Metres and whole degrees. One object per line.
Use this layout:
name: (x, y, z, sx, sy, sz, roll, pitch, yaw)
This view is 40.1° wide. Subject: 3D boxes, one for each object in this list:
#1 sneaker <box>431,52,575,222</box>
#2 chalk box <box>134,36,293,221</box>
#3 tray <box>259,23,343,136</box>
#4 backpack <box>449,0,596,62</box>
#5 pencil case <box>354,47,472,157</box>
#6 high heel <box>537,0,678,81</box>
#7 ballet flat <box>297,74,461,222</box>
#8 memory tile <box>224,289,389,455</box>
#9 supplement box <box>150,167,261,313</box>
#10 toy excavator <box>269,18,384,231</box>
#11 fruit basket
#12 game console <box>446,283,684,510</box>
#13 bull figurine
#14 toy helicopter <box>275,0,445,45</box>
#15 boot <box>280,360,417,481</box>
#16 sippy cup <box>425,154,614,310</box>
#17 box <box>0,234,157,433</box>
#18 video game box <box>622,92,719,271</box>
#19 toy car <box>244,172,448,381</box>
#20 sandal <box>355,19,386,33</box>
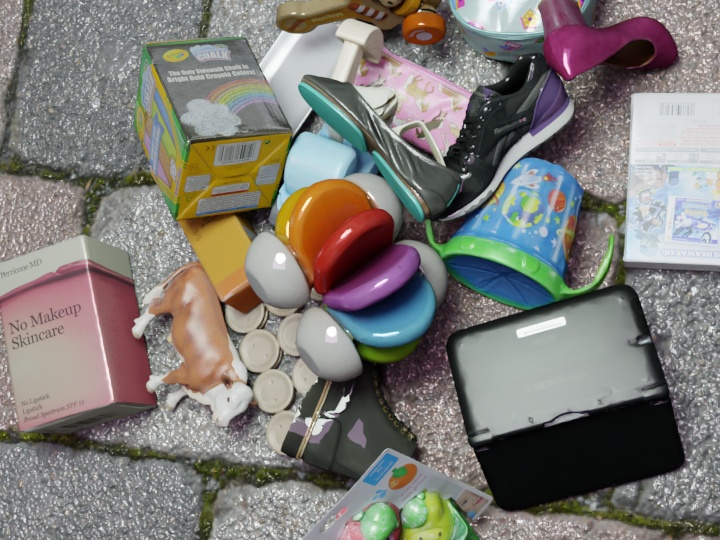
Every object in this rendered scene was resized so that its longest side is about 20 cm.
sneaker: (0.121, -0.140, 1.002, 0.200, 0.088, 0.076, -44, 38, -7)
chalk box: (-0.174, -0.174, 1.096, 0.124, 0.124, 0.201, -10, 55, -26)
tray: (-0.089, -0.211, 1.178, 0.107, 0.022, 0.201, 35, 90, 32)
backpack: (0.176, -0.336, 1.072, 0.174, 0.153, 0.202, 1, 88, 10)
pencil case: (0.061, -0.190, 1.110, 0.199, 0.083, 0.087, 30, 85, 19)
high heel: (0.262, -0.213, 1.015, 0.067, 0.199, 0.097, -40, 52, 50)
ballet flat: (0.024, -0.134, 0.980, 0.068, 0.068, 0.200, -40, 78, -10)
memory tile: (-0.061, 0.097, 1.125, 0.152, 0.017, 0.201, -23, 74, 10)
supplement box: (-0.167, -0.052, 1.147, 0.066, 0.069, 0.201, -34, 69, 6)
toy excavator: (-0.025, -0.140, 1.068, 0.099, 0.200, 0.195, 23, 65, 18)
fruit basket: (0.025, 0.269, 0.966, 0.185, 0.200, 0.094, -48, 52, 8)
game console: (0.207, 0.132, 1.005, 0.198, 0.116, 0.177, -17, 68, 11)
bull figurine: (-0.190, 0.093, 1.132, 0.121, 0.065, 0.201, -22, 69, 16)
toy helicopter: (-0.010, -0.292, 1.063, 0.199, 0.132, 0.080, -6, 76, 28)
boot: (0.018, 0.133, 1.062, 0.138, 0.077, 0.201, 26, 84, 3)
sippy cup: (0.168, -0.044, 1.035, 0.177, 0.139, 0.131, 28, 75, -16)
box: (-0.333, 0.078, 1.153, 0.127, 0.109, 0.202, -18, 76, 12)
video game box: (0.379, -0.090, 1.024, 0.198, 0.047, 0.184, 3, 79, 16)
toy car: (0.000, 0.000, 0.965, 0.175, 0.150, 0.201, -36, 95, -21)
sandal: (0.037, -0.376, 1.158, 0.213, 0.077, 0.070, -64, 28, 1)
